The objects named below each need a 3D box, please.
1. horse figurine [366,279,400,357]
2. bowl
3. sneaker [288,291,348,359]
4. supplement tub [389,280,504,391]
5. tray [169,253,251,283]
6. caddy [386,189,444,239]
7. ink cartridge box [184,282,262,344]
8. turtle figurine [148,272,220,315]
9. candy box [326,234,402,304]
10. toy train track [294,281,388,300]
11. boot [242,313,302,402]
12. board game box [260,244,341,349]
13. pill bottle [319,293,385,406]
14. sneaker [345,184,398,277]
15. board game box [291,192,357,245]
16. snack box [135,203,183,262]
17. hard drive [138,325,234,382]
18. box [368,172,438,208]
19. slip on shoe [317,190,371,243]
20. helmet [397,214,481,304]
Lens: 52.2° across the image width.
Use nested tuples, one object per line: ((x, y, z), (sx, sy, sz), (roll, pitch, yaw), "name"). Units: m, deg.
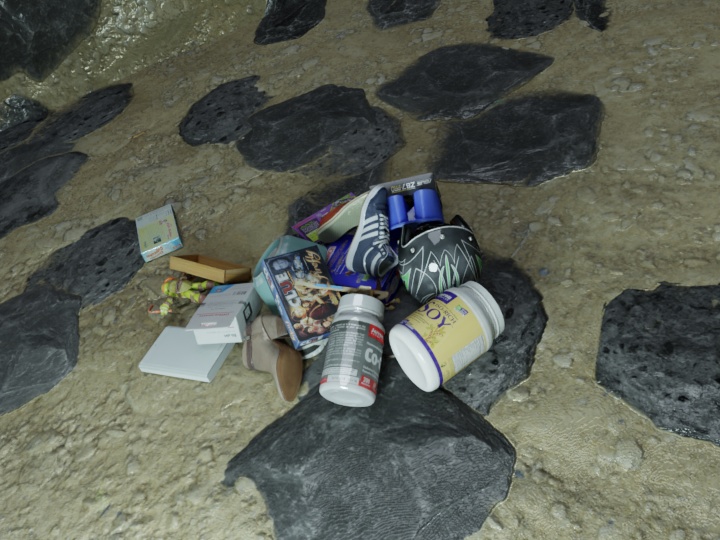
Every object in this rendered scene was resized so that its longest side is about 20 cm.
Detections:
((0.023, 0.125, 1.567), (0.131, 0.050, 0.203), (-20, 52, 27), "horse figurine")
((-0.176, -0.001, 1.695), (0.201, 0.104, 0.202), (-48, 19, 23), "bowl")
((-0.088, 0.115, 1.622), (0.199, 0.081, 0.073), (-40, 45, -22), "sneaker")
((0.171, 0.126, 1.449), (0.198, 0.147, 0.145), (-33, 40, -18), "supplement tub")
((-0.385, -0.005, 1.880), (0.197, 0.038, 0.098), (14, 12, 33), "tray")
((0.128, -0.114, 1.725), (0.139, 0.200, 0.107), (-12, 80, 11), "caddy")
((-0.314, 0.108, 1.693), (0.113, 0.068, 0.201), (-4, 27, 14), "ink cartridge box")
((-0.437, 0.043, 1.854), (0.158, 0.066, 0.201), (5, 31, 16), "turtle figurine")
((0.000, 0.000, 1.724), (0.197, 0.078, 0.170), (9, 47, 28), "candy box")
((-0.041, 0.050, 1.527), (0.196, 0.115, 0.033), (7, 81, -8), "toy train track")
((-0.196, 0.190, 1.575), (0.145, 0.070, 0.204), (-19, 62, 39), "boot")
((-0.115, 0.053, 1.565), (0.133, 0.035, 0.202), (-16, 68, -27), "board game box")
((-0.011, 0.157, 1.463), (0.112, 0.114, 0.204), (0, 63, 21), "pill bottle")
((0.046, -0.082, 1.631), (0.107, 0.070, 0.204), (21, 94, 35), "sneaker")
((-0.072, -0.131, 1.948), (0.198, 0.033, 0.120), (-32, 44, -17), "board game box")
((-0.583, -0.112, 2.123), (0.114, 0.038, 0.201), (-24, 39, -6), "snack box")
((-0.399, 0.190, 1.700), (0.196, 0.027, 0.133), (3, 43, 26), "hard drive")
((0.115, -0.179, 1.809), (0.158, 0.200, 0.050), (-9, 80, 9), "box")
((-0.028, -0.137, 1.732), (0.199, 0.074, 0.062), (-32, 44, 34), "slip on shoe")
((0.169, -0.019, 1.573), (0.196, 0.203, 0.192), (-17, 29, 1), "helmet")
